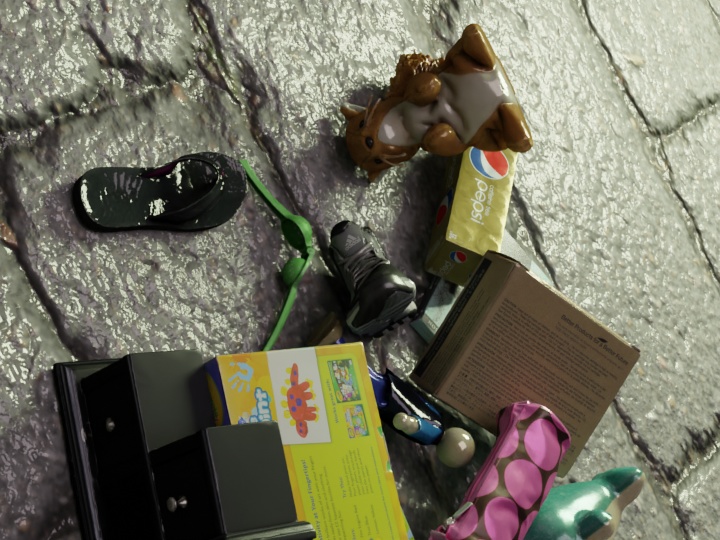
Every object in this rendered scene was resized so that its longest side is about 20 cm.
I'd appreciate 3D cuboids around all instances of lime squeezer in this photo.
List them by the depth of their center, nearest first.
[{"bbox_3d":[-0.076,-0.016,1.425,0.070,0.038,0.203,6,69,-41],"label":"lime squeezer"}]

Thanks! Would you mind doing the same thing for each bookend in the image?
[{"bbox_3d":[-0.149,0.146,1.171,0.091,0.199,0.202,-1,73,-43],"label":"bookend"}]

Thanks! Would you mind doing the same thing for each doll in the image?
[{"bbox_3d":[0.034,0.128,1.418,0.200,0.136,0.049,42,93,-11],"label":"doll"}]

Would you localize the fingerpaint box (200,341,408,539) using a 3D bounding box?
[{"bbox_3d":[-0.058,0.175,1.263,0.165,0.073,0.203,-4,74,-40],"label":"fingerpaint box"}]

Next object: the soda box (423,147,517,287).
[{"bbox_3d":[0.127,-0.079,1.605,0.067,0.064,0.202,22,52,-10],"label":"soda box"}]

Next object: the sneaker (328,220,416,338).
[{"bbox_3d":[0.000,0.000,1.422,0.074,0.200,0.116,-29,80,-2],"label":"sneaker"}]

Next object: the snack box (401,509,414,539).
[{"bbox_3d":[-0.027,0.236,1.351,0.141,0.053,0.202,-20,86,-47],"label":"snack box"}]

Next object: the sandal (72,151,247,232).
[{"bbox_3d":[-0.176,-0.074,1.348,0.199,0.048,0.076,-14,82,-45],"label":"sandal"}]

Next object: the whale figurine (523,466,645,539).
[{"bbox_3d":[0.209,0.261,1.495,0.199,0.159,0.104,-39,89,-27],"label":"whale figurine"}]

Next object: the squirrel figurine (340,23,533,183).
[{"bbox_3d":[0.075,-0.170,1.558,0.143,0.185,0.200,61,12,-12],"label":"squirrel figurine"}]

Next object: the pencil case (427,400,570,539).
[{"bbox_3d":[0.136,0.219,1.410,0.094,0.090,0.201,52,49,-22],"label":"pencil case"}]

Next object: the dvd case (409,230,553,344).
[{"bbox_3d":[0.142,0.037,1.619,0.146,0.022,0.201,47,48,-18],"label":"dvd case"}]

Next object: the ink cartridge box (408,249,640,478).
[{"bbox_3d":[0.176,0.101,1.527,0.199,0.075,0.166,34,88,-26],"label":"ink cartridge box"}]
